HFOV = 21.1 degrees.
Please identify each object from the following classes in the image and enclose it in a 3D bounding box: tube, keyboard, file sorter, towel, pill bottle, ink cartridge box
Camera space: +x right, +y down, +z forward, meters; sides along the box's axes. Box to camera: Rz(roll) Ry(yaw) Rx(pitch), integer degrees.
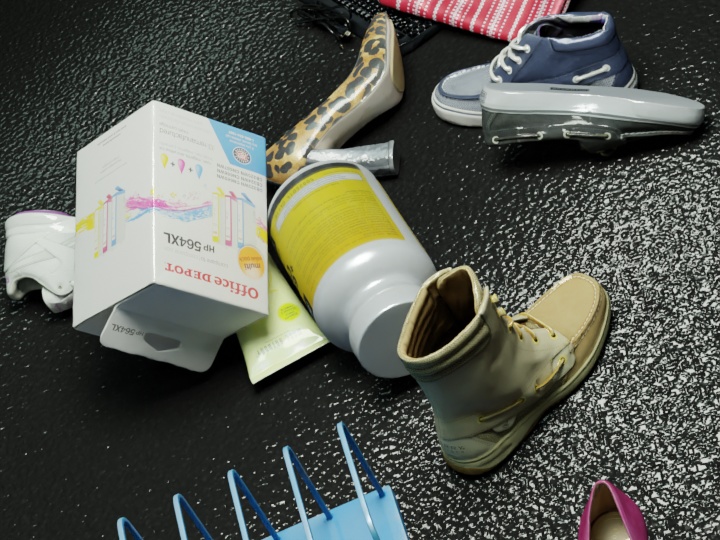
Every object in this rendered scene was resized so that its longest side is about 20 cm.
[{"bbox_3d":[-0.095,0.017,1.735,0.058,0.052,0.200,-58,40,28],"label":"tube"},{"bbox_3d":[-0.002,-0.277,1.978,0.104,0.040,0.200,-40,43,-14],"label":"keyboard"},{"bbox_3d":[-0.067,0.224,1.462,0.200,0.123,0.139,-24,43,4],"label":"file sorter"},{"bbox_3d":[0.124,-0.304,1.901,0.200,0.022,0.145,20,82,29],"label":"towel"},{"bbox_3d":[0.000,0.000,1.652,0.112,0.112,0.200,-29,42,-2],"label":"pill bottle"},{"bbox_3d":[-0.165,-0.022,1.689,0.125,0.128,0.200,-28,56,43],"label":"ink cartridge box"}]

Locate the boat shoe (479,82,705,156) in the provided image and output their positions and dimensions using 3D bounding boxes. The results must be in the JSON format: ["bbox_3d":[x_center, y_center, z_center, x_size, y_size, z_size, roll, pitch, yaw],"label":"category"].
[{"bbox_3d":[0.205,-0.133,1.717,0.200,0.057,0.069,5,15,12],"label":"boat shoe"}]

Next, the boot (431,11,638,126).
[{"bbox_3d":[0.151,-0.192,1.779,0.200,0.090,0.073,-6,47,22],"label":"boot"}]

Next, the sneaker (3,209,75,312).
[{"bbox_3d":[-0.249,-0.006,1.833,0.200,0.075,0.100,0,74,22],"label":"sneaker"}]

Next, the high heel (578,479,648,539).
[{"bbox_3d":[0.180,0.245,1.333,0.067,0.096,0.200,-8,46,20],"label":"high heel"}]

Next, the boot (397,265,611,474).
[{"bbox_3d":[0.114,0.043,1.519,0.073,0.156,0.200,25,64,41],"label":"boot"}]

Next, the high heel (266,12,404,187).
[{"bbox_3d":[-0.032,-0.167,1.858,0.142,0.071,0.200,-6,55,13],"label":"high heel"}]
